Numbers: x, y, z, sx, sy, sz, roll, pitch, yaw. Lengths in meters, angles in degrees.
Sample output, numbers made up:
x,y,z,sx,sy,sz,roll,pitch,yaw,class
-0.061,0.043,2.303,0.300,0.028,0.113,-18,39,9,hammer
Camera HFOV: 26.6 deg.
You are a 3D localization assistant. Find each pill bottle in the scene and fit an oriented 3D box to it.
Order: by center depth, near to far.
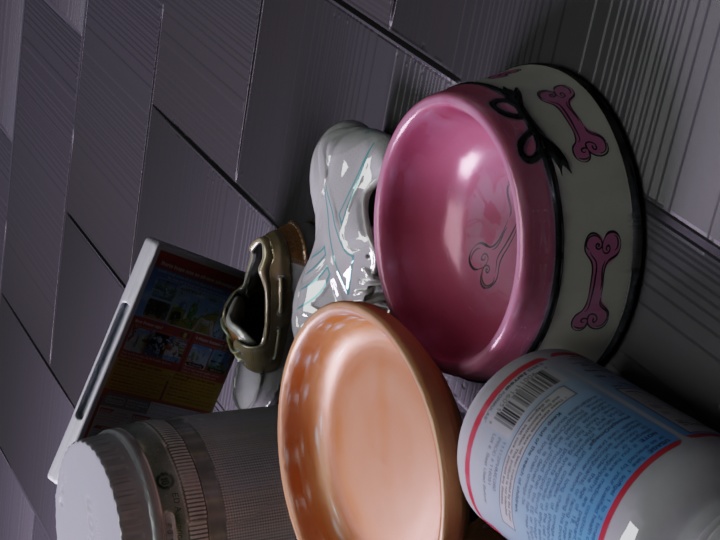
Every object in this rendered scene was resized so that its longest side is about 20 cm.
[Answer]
x,y,z,sx,sy,sz,roll,pitch,yaw,class
0.143,0.123,0.781,0.200,0.108,0.110,32,121,55,pill bottle

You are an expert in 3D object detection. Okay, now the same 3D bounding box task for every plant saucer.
x,y,z,sx,sy,sz,roll,pitch,yaw,class
0.010,0.118,0.943,0.200,0.037,0.202,13,105,58,plant saucer

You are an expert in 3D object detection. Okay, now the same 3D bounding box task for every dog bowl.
x,y,z,sx,sy,sz,roll,pitch,yaw,class
0.078,-0.024,0.913,0.200,0.073,0.202,13,105,59,dog bowl

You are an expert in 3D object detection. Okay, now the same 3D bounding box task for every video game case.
x,y,z,sx,sy,sz,roll,pitch,yaw,class
-0.159,0.084,1.211,0.017,0.143,0.201,23,91,35,video game case

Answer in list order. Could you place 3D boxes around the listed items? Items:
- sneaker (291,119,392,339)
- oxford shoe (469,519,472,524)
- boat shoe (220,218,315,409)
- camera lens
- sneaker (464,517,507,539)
x,y,z,sx,sy,sz,roll,pitch,yaw,class
0.000,0.000,1.057,0.080,0.070,0.202,18,108,55,sneaker
0.052,0.240,0.986,0.071,0.074,0.201,-57,46,46,oxford shoe
-0.075,0.040,1.193,0.075,0.068,0.201,58,140,40,boat shoe
-0.111,0.188,1.140,0.160,0.198,0.162,11,103,59,camera lens
0.112,0.245,0.906,0.088,0.075,0.201,103,152,-59,sneaker
